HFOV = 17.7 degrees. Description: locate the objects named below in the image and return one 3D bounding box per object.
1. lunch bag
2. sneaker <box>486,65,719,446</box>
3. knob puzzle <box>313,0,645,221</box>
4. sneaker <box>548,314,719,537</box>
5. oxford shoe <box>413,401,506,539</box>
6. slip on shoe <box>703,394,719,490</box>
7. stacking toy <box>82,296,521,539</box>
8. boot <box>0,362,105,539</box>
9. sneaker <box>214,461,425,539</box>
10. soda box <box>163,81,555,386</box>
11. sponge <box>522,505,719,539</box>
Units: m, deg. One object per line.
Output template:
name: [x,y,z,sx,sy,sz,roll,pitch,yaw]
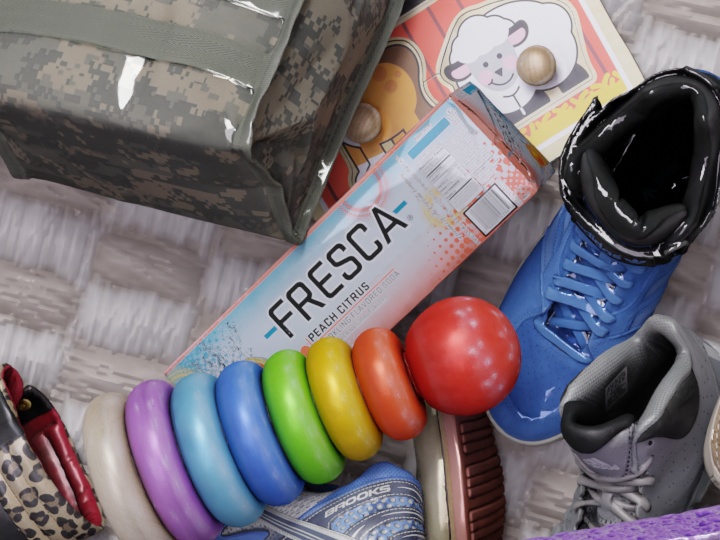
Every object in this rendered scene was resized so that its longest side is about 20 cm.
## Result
lunch bag: [-0.074,-0.134,1.094,0.164,0.118,0.200,14,68,21]
sneaker: [0.111,-0.007,1.076,0.077,0.111,0.200,36,97,14]
knob puzzle: [0.019,-0.124,1.145,0.219,0.030,0.220,0,88,14]
sneaker: [0.107,0.110,1.052,0.075,0.115,0.200,15,77,30]
oxford shoe: [0.030,0.139,1.116,0.074,0.071,0.201,-3,85,21]
slip on shoe: [0.214,0.013,1.046,0.076,0.061,0.200,29,71,4]
stacking toy: [-0.022,0.064,1.057,0.200,0.085,0.086,-22,83,9]
boot: [-0.235,0.093,1.180,0.150,0.073,0.200,-32,85,12]
sneaker: [-0.041,0.138,1.120,0.200,0.077,0.085,-14,56,39]
soda box: [0.000,0.000,1.113,0.200,0.068,0.064,-43,89,15]
sponge: [0.113,0.167,1.020,0.199,0.030,0.112,-10,109,5]
